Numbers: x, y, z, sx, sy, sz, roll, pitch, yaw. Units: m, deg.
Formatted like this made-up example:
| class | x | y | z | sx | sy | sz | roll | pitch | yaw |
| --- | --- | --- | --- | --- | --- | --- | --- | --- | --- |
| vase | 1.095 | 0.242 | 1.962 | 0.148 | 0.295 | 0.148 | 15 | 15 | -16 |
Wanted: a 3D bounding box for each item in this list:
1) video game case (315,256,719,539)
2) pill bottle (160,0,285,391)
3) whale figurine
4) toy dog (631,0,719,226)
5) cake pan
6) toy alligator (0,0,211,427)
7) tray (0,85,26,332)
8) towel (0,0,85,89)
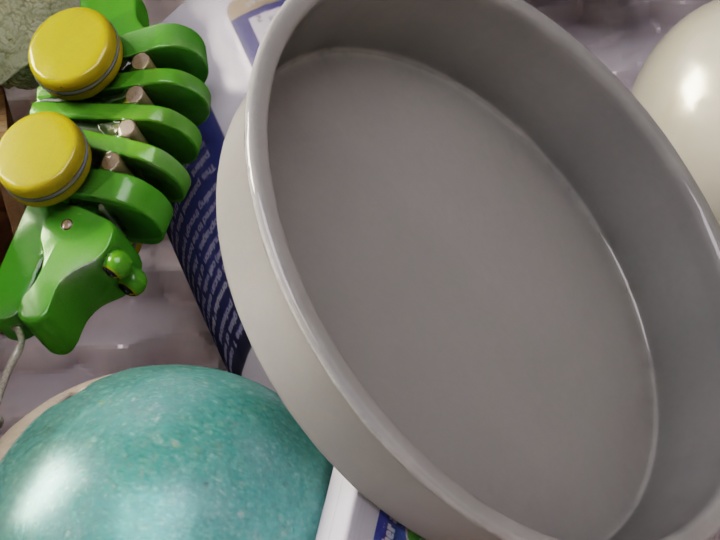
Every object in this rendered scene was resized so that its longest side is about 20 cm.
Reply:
| class | x | y | z | sx | sy | sz | roll | pitch | yaw |
| --- | --- | --- | --- | --- | --- | --- | --- | --- | --- |
| video game case | 0.073 | 0.103 | 0.865 | 0.200 | 0.018 | 0.144 | 37 | 43 | -21 |
| pill bottle | 0.000 | 0.000 | 0.980 | 0.111 | 0.111 | 0.200 | -20 | 56 | -8 |
| whale figurine | -0.036 | 0.124 | 0.852 | 0.159 | 0.104 | 0.201 | -29 | 99 | -37 |
| toy dog | 0.164 | -0.033 | 0.952 | 0.140 | 0.194 | 0.200 | -61 | 29 | -7 |
| cake pan | 0.036 | 0.002 | 0.856 | 0.200 | 0.037 | 0.201 | 25 | 47 | -30 |
| toy alligator | -0.084 | -0.016 | 0.929 | 0.054 | 0.059 | 0.201 | 3 | 63 | 22 |
| tray | -0.213 | -0.007 | 1.014 | 0.199 | 0.099 | 0.037 | -10 | 54 | -1 |
| towel | -0.112 | -0.167 | 1.007 | 0.036 | 0.149 | 0.200 | -21 | 23 | 47 |
